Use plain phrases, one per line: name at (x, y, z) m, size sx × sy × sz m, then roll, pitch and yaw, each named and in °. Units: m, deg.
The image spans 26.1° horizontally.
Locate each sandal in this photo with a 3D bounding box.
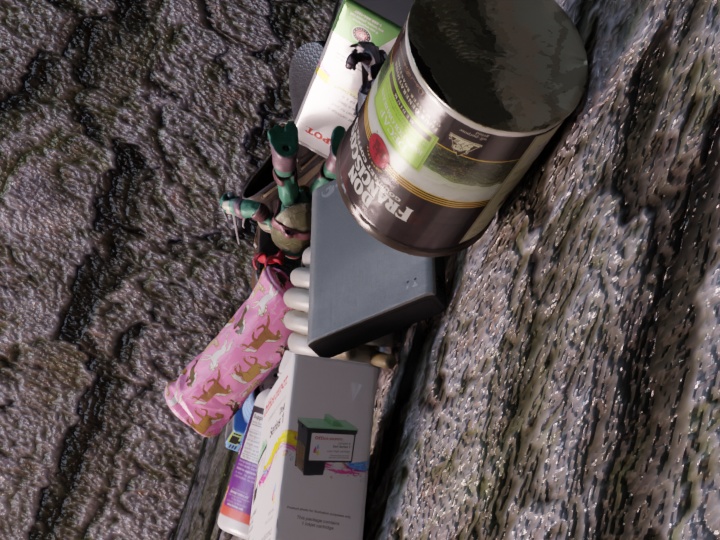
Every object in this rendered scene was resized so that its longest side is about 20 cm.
sandal at (-0.051, -0.198, 1.927) m, size 0.076 × 0.043 × 0.201 m, roll 37°, pitch 138°, yaw 37°

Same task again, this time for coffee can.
coffee can at (0.075, -0.121, 1.237) m, size 0.200 × 0.145 × 0.147 m, roll 122°, pitch 164°, yaw -58°

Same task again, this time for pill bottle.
pill bottle at (-0.072, 0.193, 1.659) m, size 0.111 × 0.111 × 0.201 m, roll 162°, pitch 127°, yaw -80°

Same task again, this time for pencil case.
pencil case at (-0.133, 0.091, 1.716) m, size 0.200 × 0.083 × 0.087 m, roll -50°, pitch -3°, yaw 12°

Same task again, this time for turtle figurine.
turtle figurine at (-0.067, -0.076, 1.701) m, size 0.101 × 0.149 × 0.200 m, roll 64°, pitch 153°, yaw 28°

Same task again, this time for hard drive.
hard drive at (0.015, -0.023, 1.487) m, size 0.139 × 0.033 × 0.201 m, roll -24°, pitch 43°, yaw 24°

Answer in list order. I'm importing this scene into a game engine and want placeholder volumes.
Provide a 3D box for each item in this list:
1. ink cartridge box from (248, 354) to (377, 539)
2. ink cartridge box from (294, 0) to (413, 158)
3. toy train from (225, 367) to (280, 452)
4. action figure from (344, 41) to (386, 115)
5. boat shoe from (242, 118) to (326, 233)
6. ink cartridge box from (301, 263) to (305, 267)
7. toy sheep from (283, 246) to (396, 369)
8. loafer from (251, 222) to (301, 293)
ink cartridge box at (-0.048, 0.197, 1.449) m, size 0.145 × 0.083 × 0.201 m, roll 124°, pitch 154°, yaw -63°
ink cartridge box at (0.027, -0.205, 1.708) m, size 0.084 × 0.144 × 0.201 m, roll -56°, pitch -6°, yaw -48°
toy train at (-0.088, 0.168, 1.814) m, size 0.200 × 0.113 × 0.087 m, roll 124°, pitch 162°, yaw -63°
action figure at (0.023, -0.171, 1.573) m, size 0.200 × 0.069 × 0.131 m, roll 179°, pitch 73°, yaw -75°
boat shoe at (-0.066, -0.139, 1.812) m, size 0.074 × 0.073 × 0.201 m, roll 17°, pitch 71°, yaw 45°
ink cartridge box at (-0.019, 0.000, 1.823) m, size 0.146 × 0.083 × 0.201 m, roll -82°, pitch 14°, yaw -52°
toy sheep at (-0.015, 0.031, 1.586) m, size 0.138 × 0.137 × 0.202 m, roll 168°, pitch 115°, yaw -81°
loafer at (-0.103, -0.028, 1.903) m, size 0.201 × 0.073 × 0.071 m, roll -76°, pitch 10°, yaw -45°
